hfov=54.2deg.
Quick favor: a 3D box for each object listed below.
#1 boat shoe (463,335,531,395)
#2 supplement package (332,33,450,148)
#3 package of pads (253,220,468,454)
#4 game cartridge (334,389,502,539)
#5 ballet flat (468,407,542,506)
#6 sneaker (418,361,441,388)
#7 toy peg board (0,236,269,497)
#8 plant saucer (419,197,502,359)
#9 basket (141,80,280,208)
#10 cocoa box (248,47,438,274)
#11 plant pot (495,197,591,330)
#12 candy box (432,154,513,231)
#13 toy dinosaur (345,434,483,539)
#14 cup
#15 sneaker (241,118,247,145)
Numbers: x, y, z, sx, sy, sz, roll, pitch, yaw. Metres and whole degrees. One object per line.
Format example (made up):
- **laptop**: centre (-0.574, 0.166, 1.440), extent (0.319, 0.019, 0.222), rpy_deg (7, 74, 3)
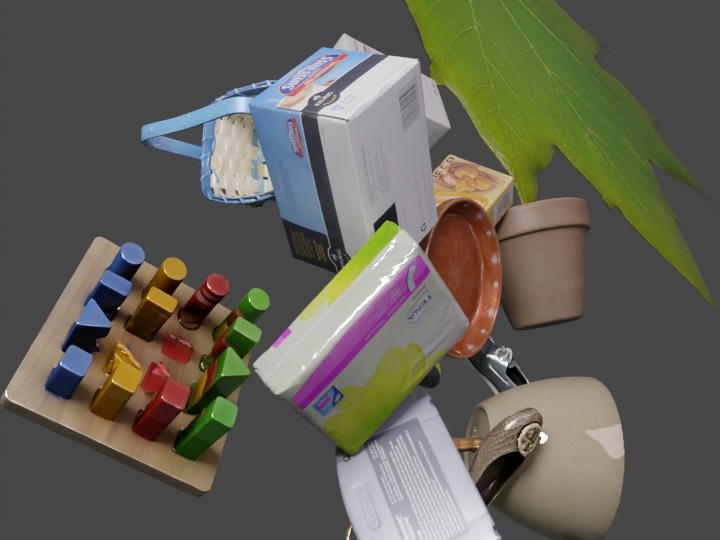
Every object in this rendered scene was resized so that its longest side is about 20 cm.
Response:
- **boat shoe**: centre (0.206, 0.135, 1.008), extent (0.072, 0.062, 0.202), rpy_deg (-25, 78, -51)
- **supplement package**: centre (0.027, -0.261, 1.123), extent (0.197, 0.117, 0.119), rpy_deg (14, 49, -35)
- **package of pads**: centre (0.010, 0.075, 0.718), extent (0.068, 0.200, 0.155), rpy_deg (38, -8, 45)
- **game cartridge**: centre (0.049, 0.229, 0.718), extent (0.042, 0.131, 0.202), rpy_deg (66, -2, -47)
- **ballet flat**: centre (0.132, 0.234, 0.756), extent (0.067, 0.201, 0.046), rpy_deg (38, 4, -36)
- **sneaker**: centre (0.015, 0.115, 0.849), extent (0.197, 0.073, 0.083), rpy_deg (22, 61, -28)
- **toy peg board**: centre (-0.185, 0.066, 0.660), extent (0.197, 0.098, 0.202), rpy_deg (32, 40, -20)
- **plant saucer**: centre (0.124, 0.010, 0.904), extent (0.198, 0.032, 0.206), rpy_deg (-3, 94, -52)
- **basket**: centre (-0.129, -0.150, 0.823), extent (0.198, 0.173, 0.143), rpy_deg (15, 75, -53)
- **cocoa box**: centre (-0.011, -0.111, 0.751), extent (0.129, 0.203, 0.133), rpy_deg (18, 48, 33)
- **plant pot**: centre (0.278, -0.001, 1.119), extent (0.197, 0.198, 0.179), rpy_deg (0, 77, -43)
- **candy box**: centre (0.124, -0.075, 1.014), extent (0.114, 0.056, 0.200), rpy_deg (24, 55, 30)
- **toy dinosaur**: centre (0.049, 0.211, 0.783), extent (0.196, 0.106, 0.062), rpy_deg (-23, 106, -12)
- **cup**: centre (0.208, 0.222, 0.858), extent (0.140, 0.202, 0.203), rpy_deg (9, 47, -7)
- **sneaker**: centre (-0.080, -0.169, 0.979), extent (0.200, 0.072, 0.083), rpy_deg (44, 37, -6)
